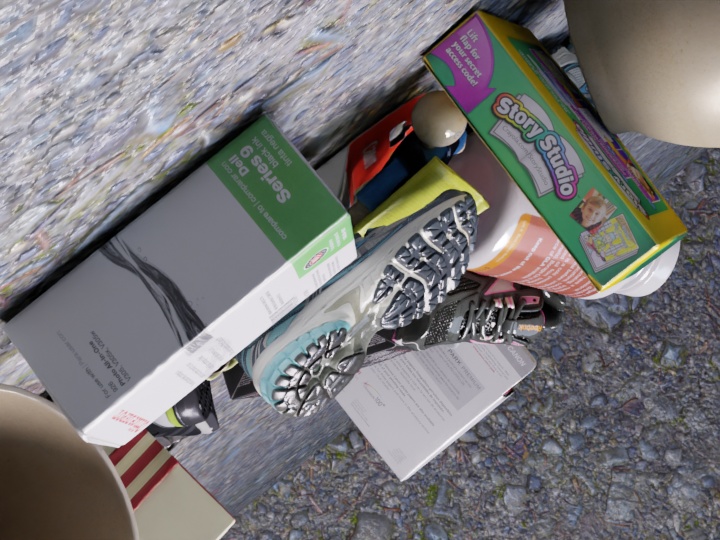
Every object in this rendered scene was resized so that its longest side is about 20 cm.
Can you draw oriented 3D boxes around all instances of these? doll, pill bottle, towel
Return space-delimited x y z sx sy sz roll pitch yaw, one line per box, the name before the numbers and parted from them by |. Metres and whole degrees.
doll | 0.037 -0.060 1.227 0.136 0.048 0.200 -40 160 -35
pill bottle | 0.161 -0.038 1.353 0.200 0.112 0.112 14 136 -35
towel | 0.000 0.000 1.204 0.200 0.018 0.086 -41 149 12

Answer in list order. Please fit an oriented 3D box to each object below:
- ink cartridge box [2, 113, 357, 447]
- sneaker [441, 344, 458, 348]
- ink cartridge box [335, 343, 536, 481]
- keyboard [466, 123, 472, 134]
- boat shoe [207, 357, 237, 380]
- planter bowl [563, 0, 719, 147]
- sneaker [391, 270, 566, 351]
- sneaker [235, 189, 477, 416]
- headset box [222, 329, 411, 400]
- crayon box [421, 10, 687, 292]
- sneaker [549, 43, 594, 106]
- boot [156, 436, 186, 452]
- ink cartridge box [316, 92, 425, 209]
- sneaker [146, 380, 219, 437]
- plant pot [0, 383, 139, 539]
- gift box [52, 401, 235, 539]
ink cartridge box | -0.104 0.012 1.011 0.200 0.084 0.146 -39 173 -5
sneaker | 0.068 -0.013 1.445 0.071 0.073 0.200 -56 156 -24
ink cartridge box | 0.050 0.069 1.608 0.175 0.200 0.084 -39 173 10
keyboard | 0.075 -0.106 1.372 0.127 0.021 0.200 -42 176 -33
boat shoe | -0.123 0.054 1.243 0.072 0.060 0.202 -42 172 2
planter bowl | 0.227 -0.175 1.202 0.134 0.201 0.200 -17 179 19
sneaker | 0.108 0.028 1.369 0.200 0.086 0.081 -21 134 -52
sneaker | -0.008 0.003 1.126 0.200 0.086 0.078 -40 145 -16
headset box | -0.034 0.056 1.454 0.148 0.075 0.200 -19 174 8
crayon box | 0.142 -0.085 1.181 0.058 0.200 0.173 -39 172 17
sneaker | 0.184 -0.143 1.410 0.078 0.086 0.200 -52 172 37
boot | -0.209 0.162 1.484 0.132 0.070 0.200 -41 -177 -7
ink cartridge box | -0.019 -0.039 1.251 0.200 0.050 0.162 -36 172 -4
sneaker | -0.168 0.104 1.384 0.083 0.072 0.200 -12 171 -1
plant pot | -0.268 0.189 1.007 0.200 0.188 0.187 -28 -179 38
gift box | -0.225 0.200 1.204 0.187 0.184 0.200 -45 172 -30
